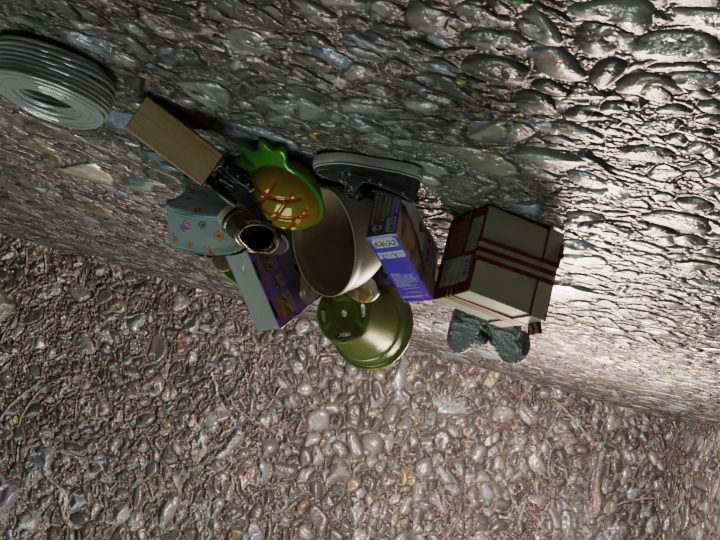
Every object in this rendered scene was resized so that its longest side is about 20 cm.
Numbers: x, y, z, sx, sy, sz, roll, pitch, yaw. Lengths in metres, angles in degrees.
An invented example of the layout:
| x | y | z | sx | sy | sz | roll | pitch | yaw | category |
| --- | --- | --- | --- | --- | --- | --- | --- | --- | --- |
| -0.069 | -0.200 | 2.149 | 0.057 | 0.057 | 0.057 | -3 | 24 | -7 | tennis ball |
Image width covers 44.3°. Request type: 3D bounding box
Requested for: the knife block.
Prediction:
| x | y | z | sx | sy | sz | roll | pitch | yaw | category |
| --- | --- | --- | --- | --- | --- | --- | --- | --- | --- |
| -0.268 | -0.185 | 1.453 | 0.175 | 0.065 | 0.200 | 38 | -179 | 30 | knife block |

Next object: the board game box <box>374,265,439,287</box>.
| x | y | z | sx | sy | sz | roll | pitch | yaw | category |
| --- | --- | --- | --- | --- | --- | --- | --- | --- | --- |
| 0.078 | 0.000 | 1.960 | 0.195 | 0.058 | 0.165 | 10 | -171 | -10 | board game box |

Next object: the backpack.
| x | y | z | sx | sy | sz | roll | pitch | yaw | category |
| --- | --- | --- | --- | --- | --- | --- | --- | --- | --- |
| -0.272 | -0.109 | 1.675 | 0.172 | 0.157 | 0.200 | 12 | -151 | 18 | backpack |

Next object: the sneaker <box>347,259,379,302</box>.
| x | y | z | sx | sy | sz | roll | pitch | yaw | category |
| --- | --- | --- | --- | --- | --- | --- | --- | --- | --- |
| 0.000 | 0.000 | 1.783 | 0.086 | 0.077 | 0.200 | -5 | -155 | -28 | sneaker |

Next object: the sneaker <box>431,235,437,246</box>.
| x | y | z | sx | sy | sz | roll | pitch | yaw | category |
| --- | --- | --- | --- | --- | --- | --- | --- | --- | --- |
| 0.090 | -0.040 | 1.763 | 0.112 | 0.074 | 0.201 | -16 | 162 | 10 | sneaker |

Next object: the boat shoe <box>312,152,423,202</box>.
| x | y | z | sx | sy | sz | roll | pitch | yaw | category |
| --- | --- | --- | --- | --- | --- | --- | --- | --- | --- |
| 0.006 | -0.146 | 1.457 | 0.195 | 0.068 | 0.070 | 11 | 169 | 18 | boat shoe |

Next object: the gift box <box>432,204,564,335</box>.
| x | y | z | sx | sy | sz | roll | pitch | yaw | category |
| --- | --- | --- | --- | --- | --- | --- | --- | --- | --- |
| 0.259 | 0.006 | 1.586 | 0.183 | 0.189 | 0.199 | 19 | 172 | -17 | gift box |

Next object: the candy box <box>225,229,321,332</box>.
| x | y | z | sx | sy | sz | roll | pitch | yaw | category |
| --- | --- | --- | --- | --- | --- | --- | --- | --- | --- |
| -0.159 | 0.002 | 1.800 | 0.070 | 0.171 | 0.199 | -11 | -163 | 39 | candy box |

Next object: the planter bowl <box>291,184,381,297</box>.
| x | y | z | sx | sy | sz | roll | pitch | yaw | category |
| --- | --- | --- | --- | --- | --- | --- | --- | --- | --- |
| -0.021 | -0.064 | 1.649 | 0.133 | 0.206 | 0.198 | -13 | -172 | -38 | planter bowl |

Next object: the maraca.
| x | y | z | sx | sy | sz | roll | pitch | yaw | category |
| --- | --- | --- | --- | --- | --- | --- | --- | --- | --- |
| -0.139 | -0.150 | 1.550 | 0.135 | 0.108 | 0.201 | -7 | 134 | 32 | maraca |

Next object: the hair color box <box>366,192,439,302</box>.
| x | y | z | sx | sy | sz | roll | pitch | yaw | category |
| --- | --- | --- | --- | --- | --- | --- | --- | --- | --- |
| 0.079 | -0.045 | 1.586 | 0.063 | 0.111 | 0.201 | -6 | 143 | 25 | hair color box |

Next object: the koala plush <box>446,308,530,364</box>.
| x | y | z | sx | sy | sz | roll | pitch | yaw | category |
| --- | --- | --- | --- | --- | --- | --- | --- | --- | --- |
| 0.276 | 0.050 | 1.802 | 0.173 | 0.202 | 0.186 | 11 | 140 | 16 | koala plush |

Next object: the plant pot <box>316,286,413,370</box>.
| x | y | z | sx | sy | sz | roll | pitch | yaw | category |
| --- | --- | --- | --- | --- | --- | --- | --- | --- | --- |
| -0.007 | 0.104 | 1.894 | 0.196 | 0.205 | 0.189 | 9 | 174 | 22 | plant pot |

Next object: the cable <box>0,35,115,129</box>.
| x | y | z | sx | sy | sz | roll | pitch | yaw | category |
| --- | --- | --- | --- | --- | --- | --- | --- | --- | --- |
| -0.479 | -0.288 | 1.368 | 0.198 | 0.071 | 0.198 | 24 | 166 | -40 | cable |

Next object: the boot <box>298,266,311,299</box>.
| x | y | z | sx | sy | sz | roll | pitch | yaw | category |
| --- | --- | --- | --- | --- | --- | --- | --- | --- | --- |
| -0.084 | -0.041 | 1.753 | 0.074 | 0.205 | 0.074 | 10 | 179 | -11 | boot |

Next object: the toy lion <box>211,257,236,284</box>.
| x | y | z | sx | sy | sz | roll | pitch | yaw | category |
| --- | --- | --- | --- | --- | --- | --- | --- | --- | --- |
| -0.196 | -0.044 | 1.915 | 0.189 | 0.202 | 0.069 | 32 | 170 | 0 | toy lion |

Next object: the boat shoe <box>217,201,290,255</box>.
| x | y | z | sx | sy | sz | roll | pitch | yaw | category |
| --- | --- | --- | --- | --- | --- | --- | --- | --- | --- |
| -0.181 | -0.061 | 1.596 | 0.060 | 0.072 | 0.199 | 48 | -173 | 29 | boat shoe |
